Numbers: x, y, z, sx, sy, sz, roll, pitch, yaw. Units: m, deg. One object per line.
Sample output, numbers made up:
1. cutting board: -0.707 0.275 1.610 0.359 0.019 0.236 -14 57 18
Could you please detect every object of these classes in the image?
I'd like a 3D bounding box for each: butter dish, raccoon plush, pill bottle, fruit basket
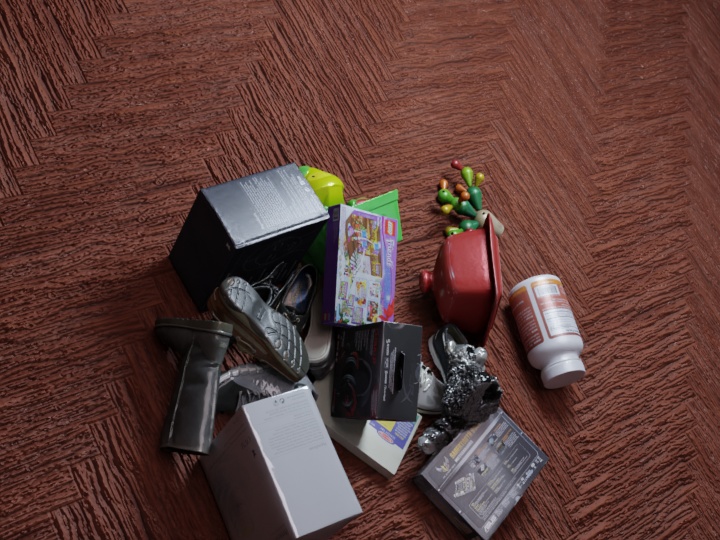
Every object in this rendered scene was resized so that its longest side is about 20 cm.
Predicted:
1. butter dish: 0.183 0.021 1.816 0.145 0.201 0.202 2 56 -1
2. raccoon plush: 0.147 0.204 1.659 0.198 0.098 0.134 -29 40 -16
3. pill bottle: 0.367 0.120 1.881 0.111 0.112 0.203 1 60 -29
4. fruit basket: -0.045 -0.111 1.752 0.213 0.155 0.220 11 71 -33

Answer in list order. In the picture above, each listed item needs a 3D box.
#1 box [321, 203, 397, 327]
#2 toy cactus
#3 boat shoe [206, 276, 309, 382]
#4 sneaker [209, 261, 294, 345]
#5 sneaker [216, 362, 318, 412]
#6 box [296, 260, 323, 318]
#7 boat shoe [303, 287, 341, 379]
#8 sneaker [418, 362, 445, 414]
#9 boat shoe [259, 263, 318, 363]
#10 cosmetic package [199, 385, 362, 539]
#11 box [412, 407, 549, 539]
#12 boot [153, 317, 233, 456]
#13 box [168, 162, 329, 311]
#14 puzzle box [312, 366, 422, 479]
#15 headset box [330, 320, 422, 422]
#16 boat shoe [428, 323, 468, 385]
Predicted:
1. box: 0.000 0.000 1.649 0.135 0.039 0.204 13 75 -40
2. toy cactus: 0.232 -0.128 1.990 0.164 0.102 0.202 31 40 -21
3. boat shoe: -0.163 0.098 1.532 0.201 0.073 0.076 50 34 -13
4. sneaker: -0.196 0.069 1.590 0.060 0.104 0.199 47 49 6
5. sneaker: -0.149 0.205 1.531 0.198 0.076 0.116 -15 51 -37
6. box: -0.043 0.005 1.776 0.161 0.021 0.203 12 55 -23
7. boat shoe: -0.057 0.099 1.666 0.066 0.058 0.202 4 45 16
8. sneaker: 0.093 0.178 1.680 0.198 0.116 0.076 28 50 -12
9. boat shoe: -0.122 0.076 1.644 0.068 0.057 0.202 24 62 -11
10. cosmetic package: -0.123 0.312 1.410 0.122 0.200 0.202 -13 67 -36
11. box: 0.208 0.342 1.659 0.158 0.048 0.200 44 61 4
12. boot: -0.273 0.177 1.485 0.072 0.180 0.204 15 80 -43
13. box: -0.189 -0.056 1.614 0.195 0.200 0.125 -23 71 -39
14. puzzle box: 0.000 0.245 1.642 0.199 0.025 0.134 37 48 -4
15. headset box: 0.028 0.163 1.536 0.074 0.199 0.151 8 80 -24
16. boat shoe: 0.190 0.194 1.762 0.075 0.060 0.202 -19 71 -39
